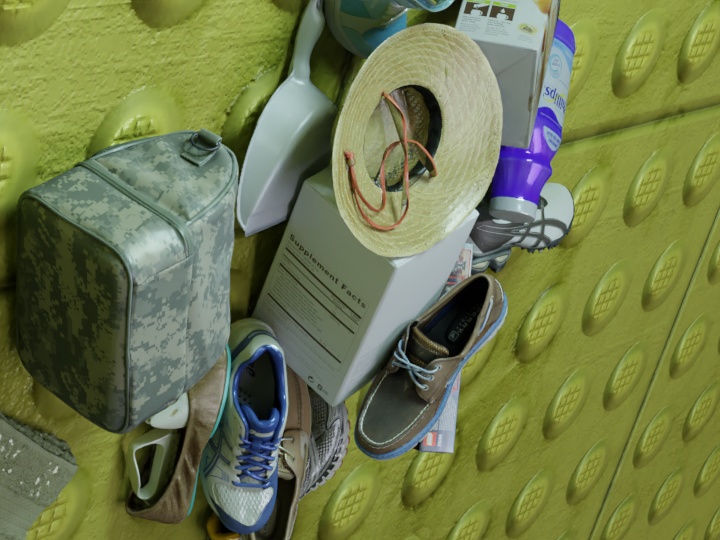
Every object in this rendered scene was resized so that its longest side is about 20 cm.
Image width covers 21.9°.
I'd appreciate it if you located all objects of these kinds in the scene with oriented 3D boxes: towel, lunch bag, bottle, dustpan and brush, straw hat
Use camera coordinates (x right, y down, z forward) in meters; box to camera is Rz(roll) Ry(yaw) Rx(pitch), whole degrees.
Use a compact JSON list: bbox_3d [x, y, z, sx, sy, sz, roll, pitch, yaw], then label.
[{"bbox_3d":[-0.313,0.180,1.489,0.149,0.036,0.200,-55,152,-5],"label":"towel"},{"bbox_3d":[-0.167,0.003,1.443,0.167,0.139,0.201,-32,143,-39],"label":"lunch bag"},{"bbox_3d":[0.165,-0.149,1.836,0.083,0.065,0.201,30,67,-59],"label":"bottle"},{"bbox_3d":[-0.054,-0.139,1.592,0.139,0.057,0.201,-28,147,-61],"label":"dustpan and brush"},{"bbox_3d":[0.022,-0.115,1.583,0.200,0.085,0.203,-11,107,-39],"label":"straw hat"}]

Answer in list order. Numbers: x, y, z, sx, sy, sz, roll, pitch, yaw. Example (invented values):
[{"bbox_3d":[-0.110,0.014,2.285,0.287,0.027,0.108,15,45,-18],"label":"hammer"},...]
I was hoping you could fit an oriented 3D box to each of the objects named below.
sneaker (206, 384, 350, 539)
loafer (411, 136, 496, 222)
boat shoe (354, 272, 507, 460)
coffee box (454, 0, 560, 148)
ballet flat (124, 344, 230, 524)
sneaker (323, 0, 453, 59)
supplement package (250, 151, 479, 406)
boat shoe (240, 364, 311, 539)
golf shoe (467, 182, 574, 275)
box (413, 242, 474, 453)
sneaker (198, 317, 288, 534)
[{"bbox_3d":[-0.080,0.199,1.838,0.201,0.078,0.082,-60,151,2],"label":"sneaker"},{"bbox_3d":[0.078,-0.100,1.829,0.200,0.075,0.070,25,59,-58],"label":"loafer"},{"bbox_3d":[0.057,0.080,1.692,0.200,0.072,0.072,-55,160,-13],"label":"boat shoe"},{"bbox_3d":[0.134,-0.221,1.685,0.115,0.079,0.201,92,10,-45],"label":"coffee box"},{"bbox_3d":[-0.172,0.146,1.670,0.072,0.068,0.201,-3,126,-35],"label":"ballet flat"},{"bbox_3d":[0.036,-0.231,1.552,0.080,0.130,0.200,-49,151,-21],"label":"sneaker"},{"bbox_3d":[0.000,0.000,1.686,0.121,0.120,0.201,-31,156,-41],"label":"supplement package"},{"bbox_3d":[-0.080,0.177,1.766,0.065,0.071,0.202,-131,-138,-78],"label":"boat shoe"},{"bbox_3d":[0.170,-0.066,1.985,0.200,0.078,0.095,-30,141,-44],"label":"golf shoe"},{"bbox_3d":[0.057,0.069,1.810,0.040,0.137,0.202,5,92,-21],"label":"box"},{"bbox_3d":[-0.103,0.147,1.678,0.075,0.088,0.202,-3,101,-16],"label":"sneaker"}]
